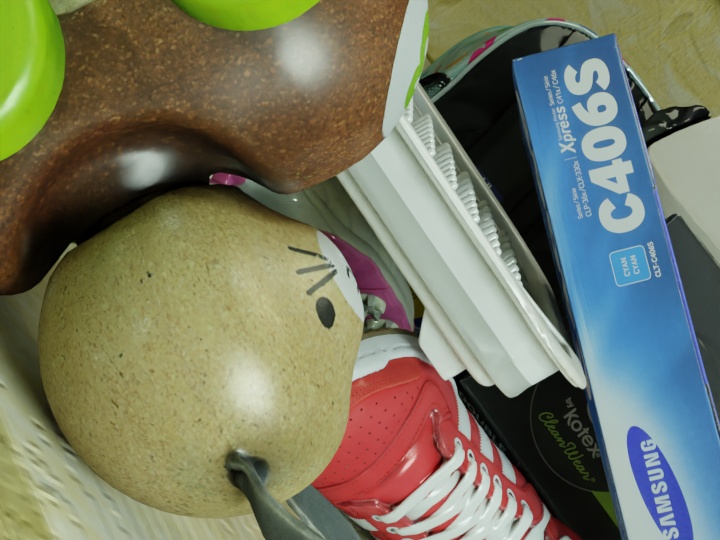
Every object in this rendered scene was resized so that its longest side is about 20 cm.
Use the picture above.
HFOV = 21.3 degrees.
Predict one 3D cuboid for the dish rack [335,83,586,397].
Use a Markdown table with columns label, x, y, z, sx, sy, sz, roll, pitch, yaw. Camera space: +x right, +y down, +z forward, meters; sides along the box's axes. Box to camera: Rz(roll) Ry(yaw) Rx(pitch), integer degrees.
| label | x | y | z | sx | sy | sz | roll | pitch | yaw |
| --- | --- | --- | --- | --- | --- | --- | --- | --- | --- |
| dish rack | 0.017 | -0.034 | 0.718 | 0.172 | 0.043 | 0.200 | 55 | 9 | -9 |

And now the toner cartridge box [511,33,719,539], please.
| label | x | y | z | sx | sy | sz | roll | pitch | yaw |
| --- | --- | --- | --- | --- | --- | --- | --- | --- | --- |
| toner cartridge box | 0.101 | 0.021 | 0.731 | 0.095 | 0.043 | 0.201 | 59 | 18 | -73 |

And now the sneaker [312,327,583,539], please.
| label | x | y | z | sx | sy | sz | roll | pitch | yaw |
| --- | --- | --- | --- | --- | --- | --- | --- | --- | --- |
| sneaker | 0.036 | 0.095 | 0.701 | 0.113 | 0.071 | 0.200 | 52 | 5 | 27 |

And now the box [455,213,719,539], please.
| label | x | y | z | sx | sy | sz | roll | pitch | yaw |
| --- | --- | --- | --- | --- | --- | --- | --- | --- | --- |
| box | 0.122 | 0.084 | 0.873 | 0.149 | 0.124 | 0.200 | 53 | -10 | 6 |

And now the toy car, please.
| label | x | y | z | sx | sy | sz | roll | pitch | yaw |
| --- | --- | --- | --- | --- | --- | --- | --- | --- | --- |
| toy car | -0.029 | 0.004 | 0.518 | 0.164 | 0.157 | 0.201 | 56 | 9 | -82 |

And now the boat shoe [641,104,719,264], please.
| label | x | y | z | sx | sy | sz | roll | pitch | yaw |
| --- | --- | --- | --- | --- | --- | --- | --- | --- | --- |
| boat shoe | 0.187 | 0.022 | 0.919 | 0.201 | 0.074 | 0.093 | 61 | -23 | 16 |

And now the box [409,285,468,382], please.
| label | x | y | z | sx | sy | sz | roll | pitch | yaw |
| --- | --- | --- | --- | --- | --- | --- | --- | --- | --- |
| box | 0.000 | 0.000 | 0.936 | 0.200 | 0.064 | 0.070 | 42 | 13 | -50 |

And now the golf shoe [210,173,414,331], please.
| label | x | y | z | sx | sy | sz | roll | pitch | yaw |
| --- | --- | --- | --- | --- | --- | --- | --- | --- | --- |
| golf shoe | -0.034 | -0.041 | 0.794 | 0.200 | 0.075 | 0.092 | 47 | 45 | -38 |

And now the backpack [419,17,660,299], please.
| label | x | y | z | sx | sy | sz | roll | pitch | yaw |
| --- | --- | --- | --- | --- | --- | --- | --- | --- | --- |
| backpack | 0.082 | -0.046 | 1.130 | 0.178 | 0.200 | 0.150 | 49 | -11 | -15 |
